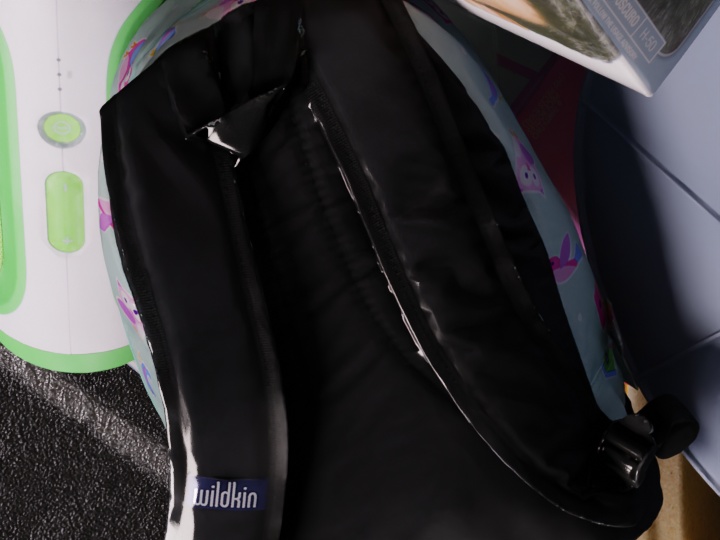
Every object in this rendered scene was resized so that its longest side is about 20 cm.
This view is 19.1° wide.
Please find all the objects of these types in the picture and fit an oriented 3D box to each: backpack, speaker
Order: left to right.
[{"bbox_3d":[-0.100,-0.058,0.750,0.088,0.088,0.200,34,141,26],"label":"speaker"},{"bbox_3d":[-0.008,0.004,0.658,0.127,0.166,0.200,-123,11,-74],"label":"backpack"}]

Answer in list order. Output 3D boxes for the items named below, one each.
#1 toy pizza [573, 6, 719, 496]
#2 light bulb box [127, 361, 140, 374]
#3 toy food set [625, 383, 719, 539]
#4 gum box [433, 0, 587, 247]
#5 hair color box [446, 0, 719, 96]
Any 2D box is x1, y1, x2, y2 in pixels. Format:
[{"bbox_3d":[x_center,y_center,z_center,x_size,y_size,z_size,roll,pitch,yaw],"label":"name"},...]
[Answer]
[{"bbox_3d":[0.134,0.000,0.605,0.200,0.032,0.201,40,144,38],"label":"toy pizza"},{"bbox_3d":[-0.006,0.020,1.177,0.198,0.200,0.125,33,173,40],"label":"light bulb box"},{"bbox_3d":[0.129,0.069,0.846,0.049,0.201,0.198,1,-159,25],"label":"toy food set"},{"bbox_3d":[0.029,-0.081,0.799,0.200,0.066,0.113,32,172,42],"label":"gum box"},{"bbox_3d":[0.006,-0.129,0.588,0.200,0.061,0.099,31,172,42],"label":"hair color box"}]
